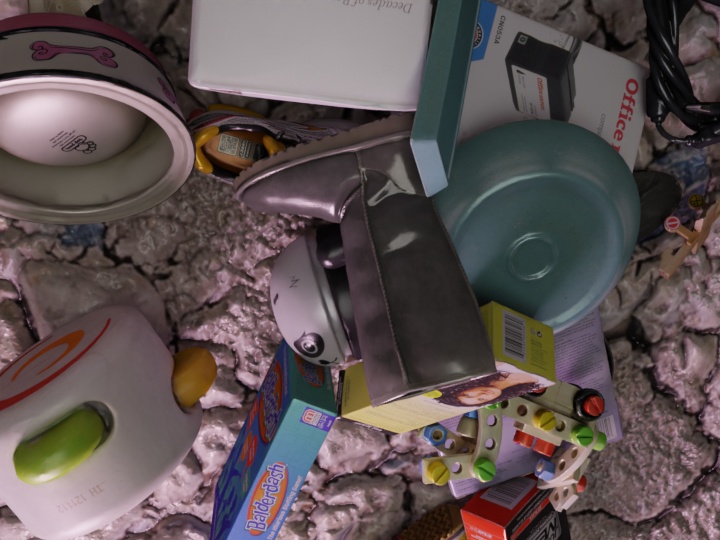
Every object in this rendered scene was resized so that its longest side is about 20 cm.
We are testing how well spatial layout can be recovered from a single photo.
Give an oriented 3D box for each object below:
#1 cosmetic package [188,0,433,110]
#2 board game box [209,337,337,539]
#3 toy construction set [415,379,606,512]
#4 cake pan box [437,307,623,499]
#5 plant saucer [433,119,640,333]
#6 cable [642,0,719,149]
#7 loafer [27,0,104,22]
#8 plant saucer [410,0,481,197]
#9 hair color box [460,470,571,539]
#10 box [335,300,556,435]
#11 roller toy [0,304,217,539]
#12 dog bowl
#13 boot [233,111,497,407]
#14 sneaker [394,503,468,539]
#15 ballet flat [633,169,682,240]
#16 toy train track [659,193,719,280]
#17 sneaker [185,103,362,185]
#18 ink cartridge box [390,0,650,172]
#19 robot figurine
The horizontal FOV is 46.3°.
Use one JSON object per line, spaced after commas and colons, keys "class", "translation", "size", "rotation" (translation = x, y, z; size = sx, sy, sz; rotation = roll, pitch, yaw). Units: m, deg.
{"class": "cosmetic package", "translation": [-0.034, -0.227, 0.623], "size": [0.163, 0.165, 0.203], "rotation": [4, 101, -6]}
{"class": "board game box", "translation": [-0.085, 0.171, 0.786], "size": [0.045, 0.152, 0.202], "rotation": [22, 106, -13]}
{"class": "toy construction set", "translation": [0.151, 0.156, 0.775], "size": [0.198, 0.092, 0.133], "rotation": [24, 84, -29]}
{"class": "cake pan box", "translation": [0.157, 0.116, 0.837], "size": [0.198, 0.052, 0.186], "rotation": [-21, 120, 2]}
{"class": "plant saucer", "translation": [0.132, -0.017, 0.665], "size": [0.197, 0.036, 0.202], "rotation": [-4, 121, -7]}
{"class": "cable", "translation": [0.305, -0.194, 0.726], "size": [0.198, 0.051, 0.165], "rotation": [-20, 95, -32]}
{"class": "loafer", "translation": [-0.230, -0.238, 0.667], "size": [0.067, 0.076, 0.202], "rotation": [-4, 119, -6]}
{"class": "plant saucer", "translation": [0.065, -0.155, 0.597], "size": [0.019, 0.202, 0.070], "rotation": [3, 155, 17]}
{"class": "hair color box", "translation": [0.175, 0.313, 0.890], "size": [0.101, 0.061, 0.202], "rotation": [-32, 117, -36]}
{"class": "box", "translation": [0.064, 0.088, 0.702], "size": [0.075, 0.051, 0.199], "rotation": [21, 148, -30]}
{"class": "roller toy", "translation": [-0.237, 0.132, 0.740], "size": [0.181, 0.200, 0.141], "rotation": [-14, 116, 37]}
{"class": "dog bowl", "translation": [-0.231, -0.116, 0.659], "size": [0.197, 0.075, 0.201], "rotation": [-9, 155, -4]}
{"class": "boot", "translation": [-0.002, 0.000, 0.633], "size": [0.180, 0.072, 0.203], "rotation": [-14, 88, 28]}
{"class": "sneaker", "translation": [0.045, 0.338, 0.902], "size": [0.198, 0.075, 0.091], "rotation": [-30, 105, 6]}
{"class": "ballet flat", "translation": [0.213, -0.042, 0.805], "size": [0.198, 0.057, 0.067], "rotation": [-25, 89, -3]}
{"class": "toy train track", "translation": [0.338, -0.081, 0.792], "size": [0.032, 0.115, 0.201], "rotation": [38, 90, 23]}
{"class": "sneaker", "translation": [-0.058, -0.092, 0.730], "size": [0.197, 0.082, 0.079], "rotation": [5, 109, -9]}
{"class": "ink cartridge box", "translation": [0.132, -0.126, 0.714], "size": [0.198, 0.084, 0.147], "rotation": [18, 82, -12]}
{"class": "robot figurine", "translation": [0.018, 0.011, 0.753], "size": [0.198, 0.125, 0.152], "rotation": [-18, 111, 0]}
